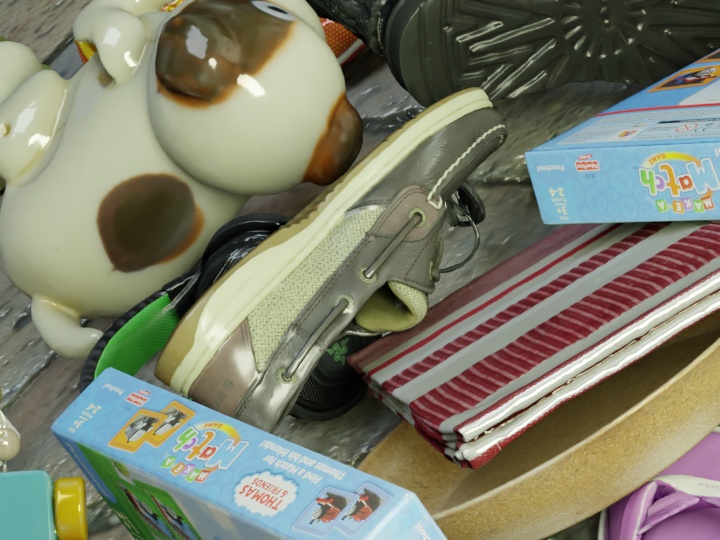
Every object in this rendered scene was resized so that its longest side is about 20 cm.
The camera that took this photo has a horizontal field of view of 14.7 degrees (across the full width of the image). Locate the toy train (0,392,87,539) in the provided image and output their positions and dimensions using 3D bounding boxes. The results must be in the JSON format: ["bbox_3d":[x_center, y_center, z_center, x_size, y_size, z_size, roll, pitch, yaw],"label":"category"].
[{"bbox_3d":[-0.210,0.101,1.229,0.150,0.200,0.056,-42,-9,-11],"label":"toy train"}]

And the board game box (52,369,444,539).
[{"bbox_3d":[-0.011,0.117,0.964,0.037,0.151,0.200,-44,29,-19],"label":"board game box"}]

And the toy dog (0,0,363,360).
[{"bbox_3d":[-0.093,-0.068,1.334,0.200,0.139,0.194,-30,29,41],"label":"toy dog"}]

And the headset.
[{"bbox_3d":[-0.037,0.007,1.244,0.200,0.094,0.124,-28,27,-6],"label":"headset"}]

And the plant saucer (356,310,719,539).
[{"bbox_3d":[0.084,0.054,1.065,0.200,0.035,0.200,-32,10,6],"label":"plant saucer"}]

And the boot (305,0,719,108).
[{"bbox_3d":[0.082,-0.144,1.315,0.211,0.080,0.158,-9,24,-16],"label":"boot"}]

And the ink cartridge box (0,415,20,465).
[{"bbox_3d":[-0.271,0.105,1.302,0.200,0.115,0.068,-45,23,-23],"label":"ink cartridge box"}]

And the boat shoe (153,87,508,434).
[{"bbox_3d":[0.000,0.000,1.155,0.201,0.066,0.072,-41,-7,-33],"label":"boat shoe"}]

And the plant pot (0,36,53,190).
[{"bbox_3d":[-0.306,-0.127,1.644,0.200,0.184,0.201,-24,29,15],"label":"plant pot"}]

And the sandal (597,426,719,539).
[{"bbox_3d":[0.120,0.105,0.972,0.082,0.050,0.203,-27,28,11],"label":"sandal"}]

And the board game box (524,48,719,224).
[{"bbox_3d":[0.187,-0.070,1.131,0.151,0.037,0.200,-1,22,45],"label":"board game box"}]

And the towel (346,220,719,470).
[{"bbox_3d":[0.077,0.020,1.090,0.144,0.023,0.200,-32,11,-6],"label":"towel"}]

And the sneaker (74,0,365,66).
[{"bbox_3d":[-0.075,-0.127,1.522,0.200,0.077,0.073,-12,32,31],"label":"sneaker"}]
